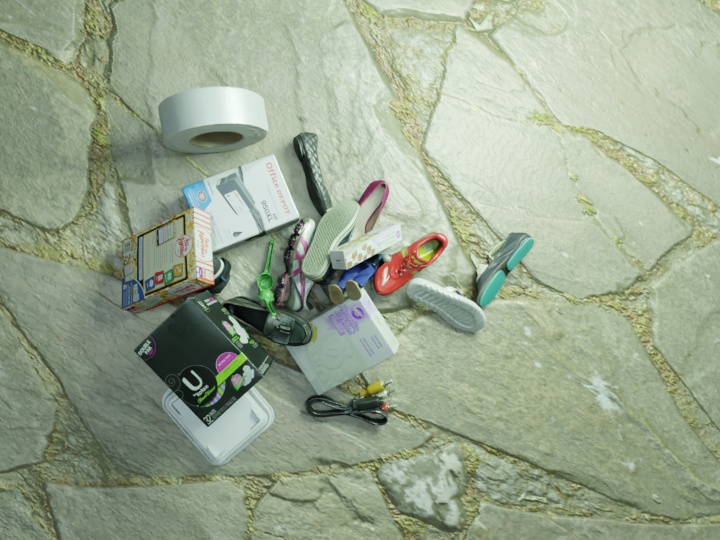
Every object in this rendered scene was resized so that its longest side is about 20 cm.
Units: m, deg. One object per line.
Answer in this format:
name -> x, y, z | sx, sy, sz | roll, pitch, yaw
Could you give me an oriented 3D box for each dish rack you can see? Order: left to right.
dish rack -> -0.298, 0.293, 1.103 | 0.172, 0.044, 0.200 | -39, 93, -6

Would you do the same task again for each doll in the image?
doll -> 0.000, 0.000, 1.086 | 0.136, 0.200, 0.049 | -15, 109, 30

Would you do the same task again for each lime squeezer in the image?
lime squeezer -> -0.189, 0.032, 1.100 | 0.038, 0.200, 0.071 | 27, 128, -34

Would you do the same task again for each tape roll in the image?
tape roll -> -0.286, -0.290, 1.037 | 0.202, 0.202, 0.071 | -9, 89, -8

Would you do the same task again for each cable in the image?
cable -> -0.016, 0.297, 1.157 | 0.200, 0.050, 0.097 | -9, 107, 4

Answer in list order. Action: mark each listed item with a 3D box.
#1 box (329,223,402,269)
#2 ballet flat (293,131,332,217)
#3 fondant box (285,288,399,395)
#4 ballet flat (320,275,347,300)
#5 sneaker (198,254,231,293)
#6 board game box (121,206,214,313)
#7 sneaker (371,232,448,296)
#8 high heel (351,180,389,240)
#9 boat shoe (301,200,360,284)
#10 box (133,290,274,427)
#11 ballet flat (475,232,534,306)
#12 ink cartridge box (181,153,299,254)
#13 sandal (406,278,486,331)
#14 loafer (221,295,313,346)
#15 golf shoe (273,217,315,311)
box -> 0.015, -0.053, 1.093 | 0.200, 0.041, 0.039 | -29, 115, -46
ballet flat -> -0.089, -0.201, 1.133 | 0.057, 0.066, 0.200 | -19, 94, -24
fondant box -> -0.042, 0.148, 1.095 | 0.200, 0.058, 0.144 | -32, 94, 19
ballet flat -> -0.020, 0.067, 1.135 | 0.072, 0.072, 0.200 | -34, 93, -8
sneaker -> -0.352, 0.032, 1.088 | 0.200, 0.112, 0.073 | -23, 63, 22
board game box -> -0.377, -0.018, 1.022 | 0.200, 0.046, 0.152 | -19, 67, 24
sneaker -> 0.106, -0.021, 1.147 | 0.200, 0.085, 0.077 | -40, 94, -7
high heel -> 0.005, -0.099, 1.128 | 0.067, 0.096, 0.200 | 31, 85, -7
boat shoe -> -0.057, -0.058, 1.091 | 0.075, 0.062, 0.200 | 14, 65, 25
box -> -0.294, 0.163, 1.016 | 0.149, 0.124, 0.200 | -42, 93, 3
ballet flat -> 0.307, -0.008, 1.189 | 0.073, 0.073, 0.200 | 39, 84, -6
ink cartridge box -> -0.244, -0.136, 1.098 | 0.200, 0.084, 0.145 | -23, 93, -9
sandal -> 0.197, 0.066, 1.174 | 0.203, 0.082, 0.050 | 31, 42, -13
loafer -> -0.195, 0.106, 1.074 | 0.200, 0.063, 0.072 | 19, 93, 19
golf shoe -> -0.121, -0.012, 1.125 | 0.092, 0.073, 0.200 | 13, 95, -18
